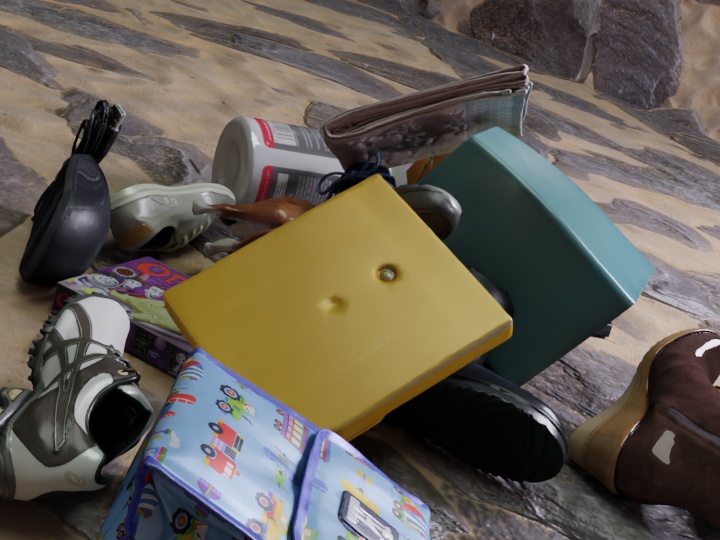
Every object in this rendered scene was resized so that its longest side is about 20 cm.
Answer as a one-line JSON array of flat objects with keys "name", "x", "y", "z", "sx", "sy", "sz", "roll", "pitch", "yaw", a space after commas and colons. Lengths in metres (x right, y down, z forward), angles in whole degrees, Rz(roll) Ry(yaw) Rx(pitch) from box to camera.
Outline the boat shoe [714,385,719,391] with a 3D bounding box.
[{"name": "boat shoe", "x": 0.320, "y": 0.149, "z": 0.964, "sx": 0.072, "sy": 0.076, "sz": 0.200, "roll": 13, "pitch": 12, "yaw": 10}]

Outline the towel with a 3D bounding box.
[{"name": "towel", "x": 0.065, "y": -0.134, "z": 1.076, "sx": 0.190, "sy": 0.032, "sz": 0.200, "roll": -14, "pitch": -6, "yaw": 4}]

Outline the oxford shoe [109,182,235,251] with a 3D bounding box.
[{"name": "oxford shoe", "x": -0.179, "y": -0.048, "z": 1.089, "sx": 0.058, "sy": 0.075, "sz": 0.200, "roll": 64, "pitch": 21, "yaw": 5}]

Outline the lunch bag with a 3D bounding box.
[{"name": "lunch bag", "x": -0.038, "y": 0.152, "z": 0.648, "sx": 0.199, "sy": 0.094, "sz": 0.151, "roll": 28, "pitch": 17, "yaw": -8}]

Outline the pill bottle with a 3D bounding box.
[{"name": "pill bottle", "x": -0.053, "y": -0.100, "z": 1.244, "sx": 0.199, "sy": 0.111, "sz": 0.111, "roll": 6, "pitch": 22, "yaw": -29}]

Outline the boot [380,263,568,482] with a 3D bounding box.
[{"name": "boot", "x": 0.092, "y": 0.068, "z": 0.906, "sx": 0.199, "sy": 0.077, "sz": 0.168, "roll": 18, "pitch": 38, "yaw": 21}]

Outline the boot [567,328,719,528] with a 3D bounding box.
[{"name": "boot", "x": 0.282, "y": 0.125, "z": 0.898, "sx": 0.200, "sy": 0.073, "sz": 0.166, "roll": -33, "pitch": 32, "yaw": -30}]

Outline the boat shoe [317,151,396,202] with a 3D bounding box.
[{"name": "boat shoe", "x": -0.003, "y": -0.067, "z": 1.059, "sx": 0.084, "sy": 0.069, "sz": 0.200, "roll": -15, "pitch": 0, "yaw": 2}]

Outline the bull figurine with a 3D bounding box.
[{"name": "bull figurine", "x": -0.075, "y": -0.035, "z": 1.079, "sx": 0.121, "sy": 0.065, "sz": 0.200, "roll": 1, "pitch": -5, "yaw": 14}]

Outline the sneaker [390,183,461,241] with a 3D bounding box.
[{"name": "sneaker", "x": 0.000, "y": 0.000, "z": 0.949, "sx": 0.075, "sy": 0.200, "sz": 0.079, "roll": 42, "pitch": 31, "yaw": -35}]

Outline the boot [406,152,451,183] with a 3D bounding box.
[{"name": "boot", "x": 0.072, "y": -0.106, "z": 1.316, "sx": 0.071, "sy": 0.145, "sz": 0.201, "roll": 8, "pitch": 21, "yaw": -27}]

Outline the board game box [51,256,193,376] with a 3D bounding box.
[{"name": "board game box", "x": -0.131, "y": 0.048, "z": 0.908, "sx": 0.199, "sy": 0.032, "sz": 0.120, "roll": 25, "pitch": 17, "yaw": 20}]

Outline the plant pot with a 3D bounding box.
[{"name": "plant pot", "x": 0.142, "y": -0.023, "z": 1.038, "sx": 0.200, "sy": 0.141, "sz": 0.141, "roll": 51, "pitch": 25, "yaw": 4}]

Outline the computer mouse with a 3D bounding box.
[{"name": "computer mouse", "x": -0.240, "y": -0.051, "z": 0.970, "sx": 0.053, "sy": 0.139, "sz": 0.200, "roll": 29, "pitch": 24, "yaw": -21}]

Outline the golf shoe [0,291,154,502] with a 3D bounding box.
[{"name": "golf shoe", "x": -0.165, "y": 0.080, "z": 0.703, "sx": 0.094, "sy": 0.078, "sz": 0.200, "roll": 4, "pitch": 28, "yaw": 8}]

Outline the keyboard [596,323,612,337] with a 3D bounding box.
[{"name": "keyboard", "x": 0.181, "y": 0.029, "z": 1.204, "sx": 0.199, "sy": 0.040, "sz": 0.104, "roll": 10, "pitch": 20, "yaw": -18}]

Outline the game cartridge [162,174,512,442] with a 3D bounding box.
[{"name": "game cartridge", "x": -0.019, "y": 0.034, "z": 0.839, "sx": 0.200, "sy": 0.032, "sz": 0.176, "roll": -30, "pitch": 58, "yaw": -16}]
